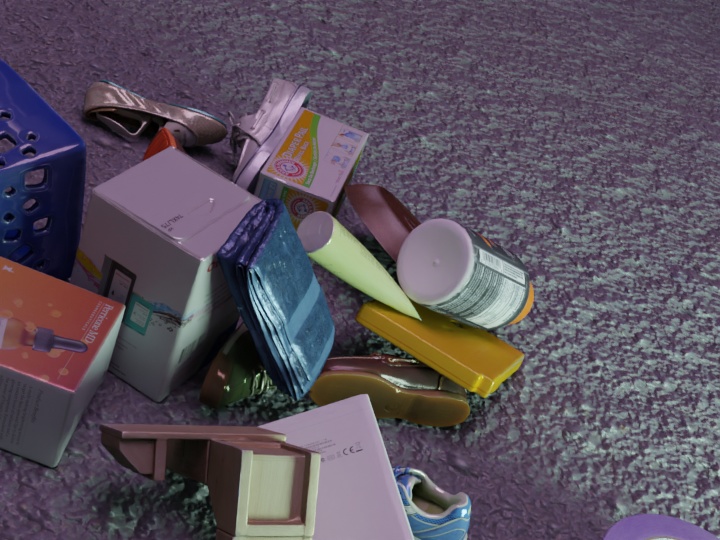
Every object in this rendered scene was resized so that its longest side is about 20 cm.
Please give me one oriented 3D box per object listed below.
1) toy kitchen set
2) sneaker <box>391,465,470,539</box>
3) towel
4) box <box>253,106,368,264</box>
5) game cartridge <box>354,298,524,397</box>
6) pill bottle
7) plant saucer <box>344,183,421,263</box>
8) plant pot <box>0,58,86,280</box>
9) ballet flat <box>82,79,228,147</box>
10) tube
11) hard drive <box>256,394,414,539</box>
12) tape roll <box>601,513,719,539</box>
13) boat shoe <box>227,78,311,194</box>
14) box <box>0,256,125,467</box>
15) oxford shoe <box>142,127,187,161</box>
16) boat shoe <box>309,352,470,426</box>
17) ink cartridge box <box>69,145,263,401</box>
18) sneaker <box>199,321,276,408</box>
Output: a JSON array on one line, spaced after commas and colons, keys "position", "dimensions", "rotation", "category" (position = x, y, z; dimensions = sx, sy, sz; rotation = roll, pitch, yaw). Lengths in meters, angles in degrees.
[{"position": [-0.160, 0.238, 1.202], "dimensions": [0.163, 0.181, 0.200], "rotation": [6, -2, -27], "category": "toy kitchen set"}, {"position": [0.023, 0.225, 1.317], "dimensions": [0.200, 0.077, 0.076], "rotation": [22, 36, 4], "category": "sneaker"}, {"position": [-0.079, 0.030, 1.343], "dimensions": [0.048, 0.200, 0.112], "rotation": [2, 43, 28], "category": "towel"}, {"position": [-0.072, -0.113, 1.691], "dimensions": [0.101, 0.113, 0.200], "rotation": [22, 35, 1], "category": "box"}, {"position": [0.098, 0.083, 1.534], "dimensions": [0.176, 0.032, 0.200], "rotation": [31, 15, 13], "category": "game cartridge"}, {"position": [0.136, 0.012, 1.553], "dimensions": [0.106, 0.106, 0.200], "rotation": [49, 14, 33], "category": "pill bottle"}, {"position": [0.059, -0.043, 1.645], "dimensions": [0.200, 0.037, 0.200], "rotation": [46, 11, -12], "category": "plant saucer"}, {"position": [-0.430, -0.092, 1.396], "dimensions": [0.180, 0.200, 0.200], "rotation": [-24, 54, -39], "category": "plant pot"}, {"position": [-0.282, -0.199, 1.751], "dimensions": [0.200, 0.067, 0.062], "rotation": [18, 62, -1], "category": "ballet flat"}, {"position": [0.000, 0.000, 1.446], "dimensions": [0.200, 0.052, 0.058], "rotation": [38, 43, -50], "category": "tube"}, {"position": [-0.029, 0.225, 1.263], "dimensions": [0.132, 0.027, 0.200], "rotation": [-17, 50, -2], "category": "hard drive"}, {"position": [0.327, 0.349, 1.330], "dimensions": [0.200, 0.066, 0.200], "rotation": [16, 35, -11], "category": "tape roll"}, {"position": [-0.145, -0.187, 1.742], "dimensions": [0.086, 0.075, 0.202], "rotation": [25, 64, 4], "category": "boat shoe"}, {"position": [-0.359, 0.078, 1.275], "dimensions": [0.200, 0.106, 0.152], "rotation": [21, 34, -2], "category": "box"}, {"position": [-0.231, -0.107, 1.650], "dimensions": [0.073, 0.071, 0.200], "rotation": [24, 31, -38], "category": "oxford shoe"}, {"position": [0.029, 0.129, 1.459], "dimensions": [0.200, 0.070, 0.070], "rotation": [14, 41, -26], "category": "boat shoe"}, {"position": [-0.209, 0.001, 1.380], "dimensions": [0.146, 0.200, 0.147], "rotation": [31, 35, 13], "category": "ink cartridge box"}, {"position": [-0.098, 0.098, 1.427], "dimensions": [0.090, 0.067, 0.200], "rotation": [22, 31, 9], "category": "sneaker"}]
